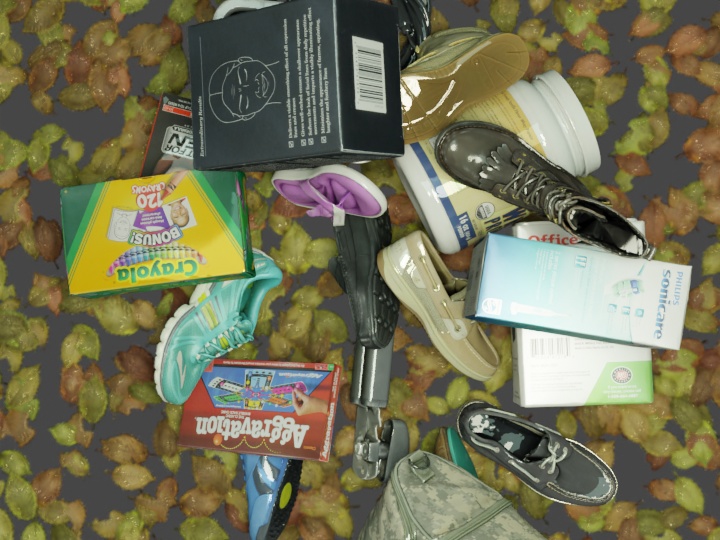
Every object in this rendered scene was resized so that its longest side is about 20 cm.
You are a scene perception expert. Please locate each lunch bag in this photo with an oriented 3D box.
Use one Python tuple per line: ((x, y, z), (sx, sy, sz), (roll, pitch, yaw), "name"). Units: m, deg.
((0.073, 0.306, 1.104), (0.168, 0.139, 0.201), (44, 132, 28), "lunch bag")

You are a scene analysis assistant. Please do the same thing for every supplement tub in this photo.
((0.147, -0.121, 1.156), (0.199, 0.144, 0.145), (-27, 85, 1), "supplement tub")

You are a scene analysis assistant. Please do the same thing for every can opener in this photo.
((0.025, 0.140, 1.201), (0.066, 0.053, 0.201), (8, 86, -29), "can opener")

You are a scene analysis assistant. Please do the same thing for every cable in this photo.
((0.002, -0.302, 1.228), (0.200, 0.051, 0.163), (45, 81, -1), "cable")

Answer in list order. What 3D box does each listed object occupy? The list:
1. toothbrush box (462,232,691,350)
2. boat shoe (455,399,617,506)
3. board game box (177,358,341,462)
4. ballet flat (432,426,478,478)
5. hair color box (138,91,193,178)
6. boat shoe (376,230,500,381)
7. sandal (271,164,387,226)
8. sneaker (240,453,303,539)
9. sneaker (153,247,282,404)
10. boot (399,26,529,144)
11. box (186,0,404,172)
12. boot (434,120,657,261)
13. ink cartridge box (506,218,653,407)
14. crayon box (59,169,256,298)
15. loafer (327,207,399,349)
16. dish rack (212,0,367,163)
((0.211, 0.024, 1.056), (0.199, 0.146, 0.086), (10, 87, 2), "toothbrush box")
((0.197, 0.209, 1.172), (0.199, 0.063, 0.073), (28, 88, 4), "boat shoe")
((-0.114, 0.151, 1.158), (0.199, 0.019, 0.104), (-1, 74, 32), "board game box")
((0.116, 0.277, 1.180), (0.072, 0.068, 0.201), (-29, 89, 20), "ballet flat")
((-0.202, -0.094, 1.214), (0.101, 0.061, 0.201), (14, 88, 3), "hair color box")
((0.101, 0.041, 1.153), (0.065, 0.072, 0.200), (-32, 111, 22), "boat shoe")
((-0.039, -0.075, 1.148), (0.082, 0.202, 0.050), (39, 75, -27), "sandal")
((-0.108, 0.211, 1.193), (0.078, 0.066, 0.202), (9, 87, 17), "sneaker")
((-0.161, 0.063, 1.173), (0.079, 0.078, 0.201), (26, 79, 28), "sneaker")
((0.071, -0.205, 1.137), (0.199, 0.156, 0.073), (-29, 110, 2), "boot")
((-0.066, -0.180, 1.046), (0.199, 0.107, 0.150), (-1, 92, 37), "box")
((0.175, -0.078, 1.004), (0.199, 0.174, 0.070), (22, 102, -12), "boot")
((0.241, 0.048, 1.170), (0.144, 0.084, 0.202), (-2, 86, 2), "ink cartridge box")
((-0.221, -0.041, 1.149), (0.199, 0.058, 0.120), (-8, 84, 5), "crayon box")
((0.000, 0.000, 1.174), (0.070, 0.068, 0.202), (-19, 57, 23), "loafer")
((-0.069, -0.208, 1.171), (0.198, 0.044, 0.173), (4, 89, -5), "dish rack")
